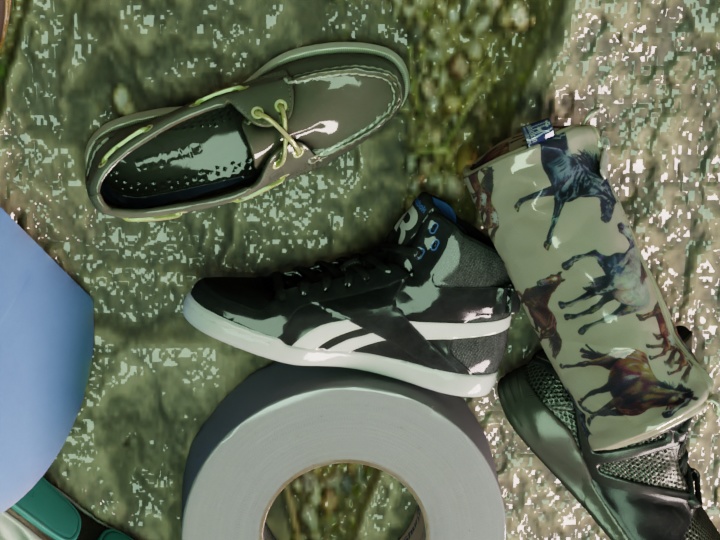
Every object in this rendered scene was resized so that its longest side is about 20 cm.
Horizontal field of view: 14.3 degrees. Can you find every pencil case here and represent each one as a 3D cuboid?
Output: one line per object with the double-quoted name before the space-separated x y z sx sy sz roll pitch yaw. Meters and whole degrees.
"pencil case" 0.138 0.008 1.673 0.089 0.078 0.201 -27 85 23

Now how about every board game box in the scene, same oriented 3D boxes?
"board game box" -0.238 0.049 1.682 0.158 0.039 0.200 -62 142 -18

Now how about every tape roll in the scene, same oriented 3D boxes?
"tape roll" -0.011 0.151 1.765 0.199 0.066 0.201 -1 111 -3

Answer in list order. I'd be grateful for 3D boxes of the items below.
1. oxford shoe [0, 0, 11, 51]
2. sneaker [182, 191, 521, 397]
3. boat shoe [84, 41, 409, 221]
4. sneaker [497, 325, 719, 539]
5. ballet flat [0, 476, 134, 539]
"oxford shoe" -0.249 -0.111 1.646 0.071 0.073 0.201 18 109 -9
"sneaker" 0.000 0.000 1.710 0.199 0.073 0.112 12 107 -16
"boat shoe" -0.065 -0.077 1.676 0.201 0.060 0.072 -18 111 4
"sneaker" 0.186 0.112 1.755 0.114 0.076 0.200 -37 103 18
"ballet flat" -0.182 0.182 1.776 0.200 0.069 0.069 40 104 -12
